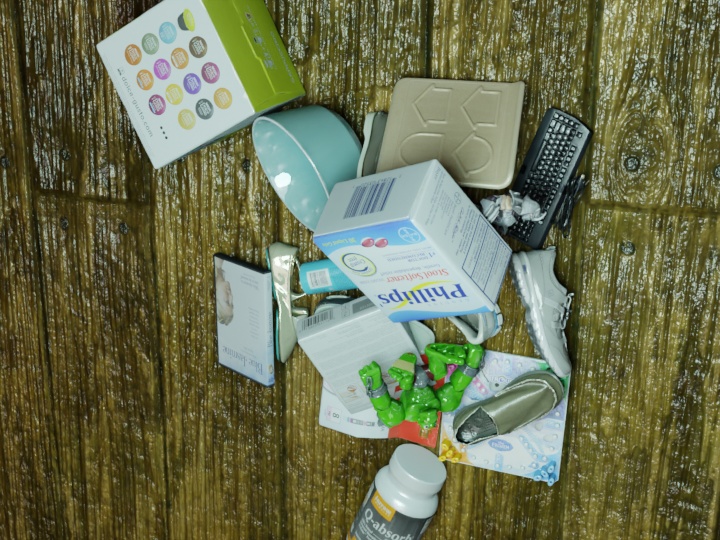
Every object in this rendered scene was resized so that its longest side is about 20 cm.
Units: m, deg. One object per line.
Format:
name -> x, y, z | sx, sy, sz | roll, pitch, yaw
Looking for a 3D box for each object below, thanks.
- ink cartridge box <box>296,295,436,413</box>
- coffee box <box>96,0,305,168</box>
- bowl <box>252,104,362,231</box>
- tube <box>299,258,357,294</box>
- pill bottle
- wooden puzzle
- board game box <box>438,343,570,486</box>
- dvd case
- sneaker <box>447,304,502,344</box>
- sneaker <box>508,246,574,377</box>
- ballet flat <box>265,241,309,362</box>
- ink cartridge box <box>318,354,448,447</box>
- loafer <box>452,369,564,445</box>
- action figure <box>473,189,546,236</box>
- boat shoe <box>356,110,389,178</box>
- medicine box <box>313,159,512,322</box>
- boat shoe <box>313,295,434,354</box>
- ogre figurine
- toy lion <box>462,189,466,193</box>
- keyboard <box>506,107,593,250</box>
ink cartridge box -> 0.012, 0.130, 1.620 | 0.158, 0.048, 0.201 | -21, 131, 14
coffee box -> -0.233, -0.302, 1.550 | 0.195, 0.200, 0.202 | -23, 97, 25
bowl -> -0.065, -0.167, 1.552 | 0.201, 0.104, 0.202 | 44, 157, 24
tube -> 0.000, 0.000, 1.636 | 0.196, 0.051, 0.078 | -8, 131, 22
pill bottle -> 0.061, 0.394, 1.696 | 0.115, 0.116, 0.202 | 28, 115, 11
wooden puzzle -> 0.130, -0.191, 1.466 | 0.196, 0.188, 0.047 | 2, 148, 16
board game box -> 0.223, 0.230, 1.626 | 0.196, 0.026, 0.204 | 9, 109, 18
dvd case -> -0.197, 0.082, 1.726 | 0.141, 0.017, 0.204 | 17, 115, 43
sneaker -> 0.143, 0.024, 1.564 | 0.075, 0.087, 0.201 | -36, 89, 29
sneaker -> 0.285, 0.061, 1.522 | 0.081, 0.075, 0.203 | -19, 102, -1
ballet flat -> -0.115, 0.053, 1.694 | 0.068, 0.069, 0.204 | 1, 106, 21
ink cartridge box -> 0.034, 0.200, 1.685 | 0.197, 0.057, 0.166 | 16, 111, 22
loafer -> 0.222, 0.220, 1.569 | 0.199, 0.070, 0.076 | -34, 93, 27
action figure -> 0.161, -0.077, 1.437 | 0.196, 0.130, 0.071 | 0, 72, 18
boat shoe -> 0.034, -0.153, 1.507 | 0.059, 0.205, 0.072 | -5, 144, 16
medicine box -> 0.071, -0.033, 1.376 | 0.180, 0.104, 0.200 | -9, 137, 42
boat shoe -> 0.023, 0.082, 1.643 | 0.196, 0.061, 0.077 | 17, 113, -3
ogre figurine -> 0.095, 0.178, 1.576 | 0.098, 0.198, 0.122 | 34, 136, 38
toy lion -> 0.096, -0.028, 1.533 | 0.196, 0.069, 0.196 | -8, 81, 15
keyboard -> 0.275, -0.124, 1.491 | 0.103, 0.040, 0.203 | 26, 115, 13
